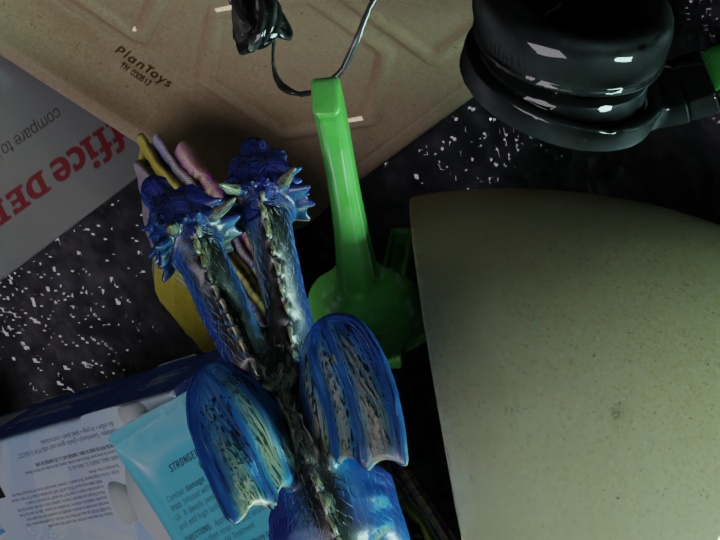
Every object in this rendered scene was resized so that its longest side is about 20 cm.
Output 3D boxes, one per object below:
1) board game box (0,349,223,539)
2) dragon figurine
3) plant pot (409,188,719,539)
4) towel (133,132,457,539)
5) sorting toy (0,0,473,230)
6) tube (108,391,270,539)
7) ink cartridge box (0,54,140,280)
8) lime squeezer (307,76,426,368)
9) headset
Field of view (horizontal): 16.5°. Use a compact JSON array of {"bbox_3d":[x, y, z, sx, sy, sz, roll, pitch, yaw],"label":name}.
[{"bbox_3d":[-0.058,0.135,0.913,0.200,0.043,0.200,-17,103,54],"label":"board game box"},{"bbox_3d":[-0.015,0.052,0.709,0.059,0.200,0.100,-20,140,-3],"label":"dragon figurine"},{"bbox_3d":[0.100,0.061,0.807,0.134,0.200,0.201,-12,113,4],"label":"plant pot"},{"bbox_3d":[-0.023,0.053,0.892,0.200,0.023,0.144,56,165,18],"label":"towel"},{"bbox_3d":[-0.030,-0.114,0.832,0.185,0.037,0.200,33,132,-23],"label":"sorting toy"},{"bbox_3d":[-0.006,0.124,0.792,0.077,0.050,0.201,-31,86,22],"label":"tube"},{"bbox_3d":[-0.173,-0.094,0.896,0.085,0.148,0.201,-15,109,43],"label":"ink cartridge box"},{"bbox_3d":[0.000,0.000,0.816,0.038,0.200,0.071,-19,76,4],"label":"lime squeezer"},{"bbox_3d":[0.056,-0.102,0.769,0.199,0.094,0.124,-14,129,1],"label":"headset"}]
